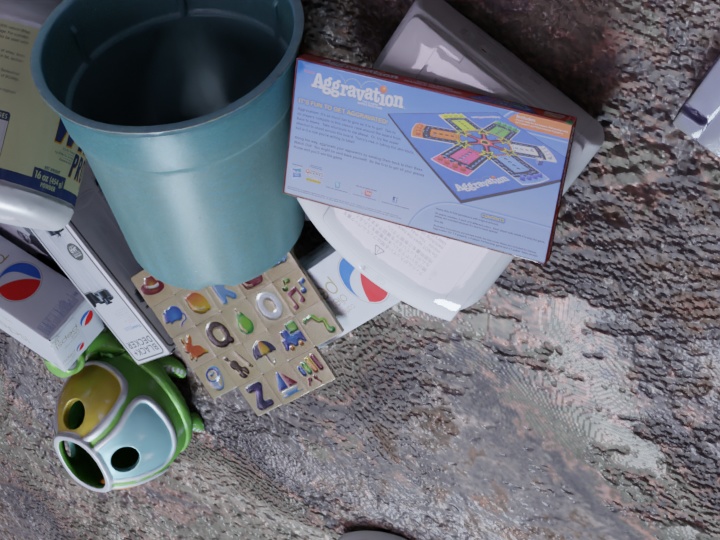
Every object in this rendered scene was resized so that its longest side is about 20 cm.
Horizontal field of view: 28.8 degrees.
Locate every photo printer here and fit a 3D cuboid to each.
[{"bbox_3d":[0.056,-0.071,1.020,0.166,0.069,0.201,38,120,4],"label":"photo printer"}]

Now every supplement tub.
[{"bbox_3d":[-0.287,-0.145,1.151,0.144,0.202,0.145,12,175,1],"label":"supplement tub"}]

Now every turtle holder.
[{"bbox_3d":[-0.256,0.148,1.480,0.140,0.132,0.187,26,139,19],"label":"turtle holder"}]

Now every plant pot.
[{"bbox_3d":[-0.127,-0.104,1.069,0.199,0.201,0.197,20,145,23],"label":"plant pot"}]

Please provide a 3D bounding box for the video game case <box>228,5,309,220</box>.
[{"bbox_3d":[-0.109,-0.126,1.187,0.181,0.024,0.201,-3,124,41],"label":"video game case"}]

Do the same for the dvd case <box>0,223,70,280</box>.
[{"bbox_3d":[-0.328,-0.033,1.408,0.199,0.025,0.151,23,152,35],"label":"dvd case"}]

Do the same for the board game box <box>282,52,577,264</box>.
[{"bbox_3d":[0.044,-0.079,0.970,0.198,0.019,0.104,16,117,16],"label":"board game box"}]

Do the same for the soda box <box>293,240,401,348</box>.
[{"bbox_3d":[0.000,0.000,1.185,0.068,0.064,0.200,47,140,-8],"label":"soda box"}]

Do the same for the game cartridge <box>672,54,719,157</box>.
[{"bbox_3d":[0.292,-0.123,0.854,0.129,0.038,0.200,33,141,3],"label":"game cartridge"}]

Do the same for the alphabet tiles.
[{"bbox_3d":[-0.110,0.028,1.217,0.166,0.006,0.201,-28,99,35],"label":"alphabet tiles"}]

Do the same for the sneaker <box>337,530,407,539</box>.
[{"bbox_3d":[0.046,0.333,1.444,0.198,0.082,0.074,15,134,29],"label":"sneaker"}]

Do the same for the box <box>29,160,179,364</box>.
[{"bbox_3d":[-0.218,-0.027,1.296,0.060,0.117,0.201,-20,113,47],"label":"box"}]

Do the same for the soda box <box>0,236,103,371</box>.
[{"bbox_3d":[-0.357,0.016,1.409,0.199,0.064,0.068,31,156,21],"label":"soda box"}]
